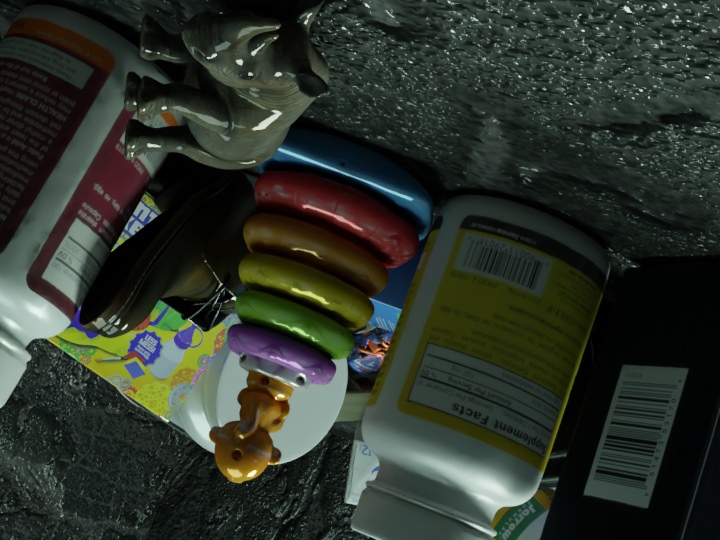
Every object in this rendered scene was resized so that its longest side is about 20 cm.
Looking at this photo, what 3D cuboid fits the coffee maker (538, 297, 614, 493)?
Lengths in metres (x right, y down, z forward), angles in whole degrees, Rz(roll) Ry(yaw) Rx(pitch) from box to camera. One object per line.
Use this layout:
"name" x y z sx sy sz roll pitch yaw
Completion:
"coffee maker" 0.186 0.093 0.804 0.191 0.136 0.199 -36 141 26

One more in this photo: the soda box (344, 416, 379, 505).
"soda box" 0.030 0.149 1.122 0.067 0.064 0.200 10 -162 2

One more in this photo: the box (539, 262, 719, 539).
"box" 0.224 0.125 0.673 0.198 0.199 0.117 26 167 -23

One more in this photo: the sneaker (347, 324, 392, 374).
"sneaker" 0.023 0.055 1.040 0.075 0.079 0.199 27 168 -31

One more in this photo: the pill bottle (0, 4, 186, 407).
"pill bottle" -0.190 -0.035 0.669 0.113 0.202 0.114 26 164 8

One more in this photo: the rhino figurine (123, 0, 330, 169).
"rhino figurine" -0.060 -0.089 0.557 0.086 0.061 0.200 4 173 -16

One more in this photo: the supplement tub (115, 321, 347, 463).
"supplement tub" -0.115 0.071 0.991 0.140 0.142 0.199 30 172 -37

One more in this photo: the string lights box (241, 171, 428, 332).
"string lights box" 0.000 0.000 0.873 0.197 0.060 0.103 20 169 11

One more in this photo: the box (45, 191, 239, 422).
"box" -0.213 -0.017 0.882 0.200 0.123 0.192 42 169 -35

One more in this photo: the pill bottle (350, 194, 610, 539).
"pill bottle" 0.065 0.068 0.700 0.110 0.203 0.111 21 169 4

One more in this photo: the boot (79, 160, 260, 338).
"boot" -0.096 0.002 0.739 0.074 0.201 0.097 -29 109 30

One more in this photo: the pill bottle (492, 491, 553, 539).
"pill bottle" 0.147 0.226 1.046 0.112 0.113 0.200 31 -171 -41

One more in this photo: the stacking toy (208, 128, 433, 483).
"stacking toy" -0.038 0.029 0.713 0.114 0.203 0.110 19 169 4

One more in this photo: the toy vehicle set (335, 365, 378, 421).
"toy vehicle set" 0.007 0.099 1.115 0.197 0.027 0.124 0 -161 -25
